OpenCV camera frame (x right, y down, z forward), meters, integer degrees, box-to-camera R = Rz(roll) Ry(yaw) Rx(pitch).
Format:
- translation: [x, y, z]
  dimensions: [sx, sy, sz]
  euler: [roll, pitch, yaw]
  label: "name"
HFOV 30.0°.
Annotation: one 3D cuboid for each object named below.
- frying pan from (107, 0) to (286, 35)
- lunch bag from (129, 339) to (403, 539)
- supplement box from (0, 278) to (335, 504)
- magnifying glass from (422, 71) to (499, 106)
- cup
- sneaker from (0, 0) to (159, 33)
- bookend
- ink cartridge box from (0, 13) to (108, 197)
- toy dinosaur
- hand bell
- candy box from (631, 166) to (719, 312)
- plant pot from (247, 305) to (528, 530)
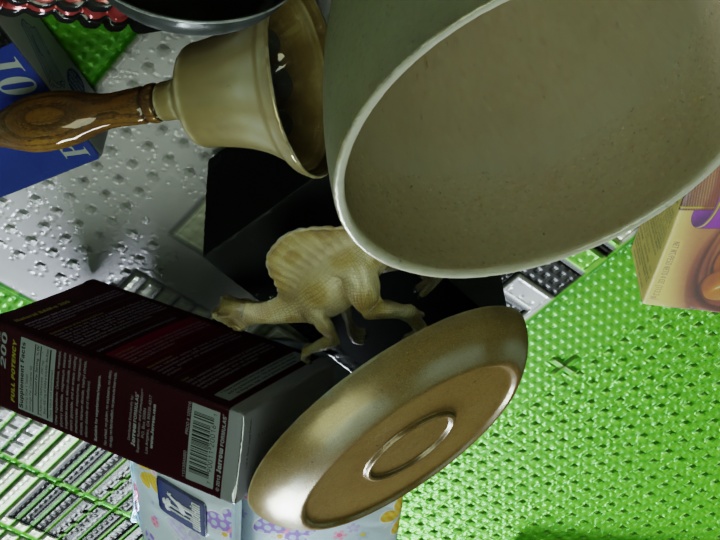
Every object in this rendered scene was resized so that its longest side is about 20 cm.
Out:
- translation: [-0.065, -0.174, 0.675]
  dimensions: [0.114, 0.190, 0.031]
  euler: [27, 138, 12]
  label: "frying pan"
- translation: [-0.068, 0.147, 0.968]
  dimensions: [0.197, 0.128, 0.171]
  euler: [6, 127, -2]
  label: "lunch bag"
- translation: [-0.128, 0.069, 0.844]
  dimensions: [0.198, 0.108, 0.062]
  euler: [18, 111, 26]
  label: "supplement box"
- translation: [0.122, -0.087, 0.720]
  dimensions: [0.197, 0.022, 0.080]
  euler: [2, 124, -19]
  label: "magnifying glass"
- translation: [0.066, -0.113, 0.605]
  dimensions: [0.197, 0.145, 0.201]
  euler: [-13, 148, -8]
  label: "cup"
- translation: [-0.176, -0.176, 0.690]
  dimensions: [0.197, 0.088, 0.074]
  euler: [3, 175, -24]
  label: "sneaker"
- translation: [0.041, -0.035, 0.824]
  dimensions: [0.199, 0.093, 0.198]
  euler: [-34, 126, 25]
  label: "bookend"
- translation: [-0.236, -0.133, 0.763]
  dimensions: [0.093, 0.045, 0.201]
  euler: [-18, 131, 18]
  label: "ink cartridge box"
- translation: [0.000, 0.000, 0.750]
  dimensions: [0.101, 0.059, 0.199]
  euler: [35, 121, -29]
  label: "toy dinosaur"
- translation: [-0.119, -0.089, 0.735]
  dimensions: [0.197, 0.105, 0.105]
  euler: [-7, 134, 20]
  label: "hand bell"
- translation: [0.251, -0.062, 0.826]
  dimensions: [0.115, 0.057, 0.202]
  euler: [7, 133, -5]
  label: "candy box"
- translation: [0.024, 0.097, 0.803]
  dimensions: [0.198, 0.028, 0.201]
  euler: [-29, 155, -15]
  label: "plant pot"
